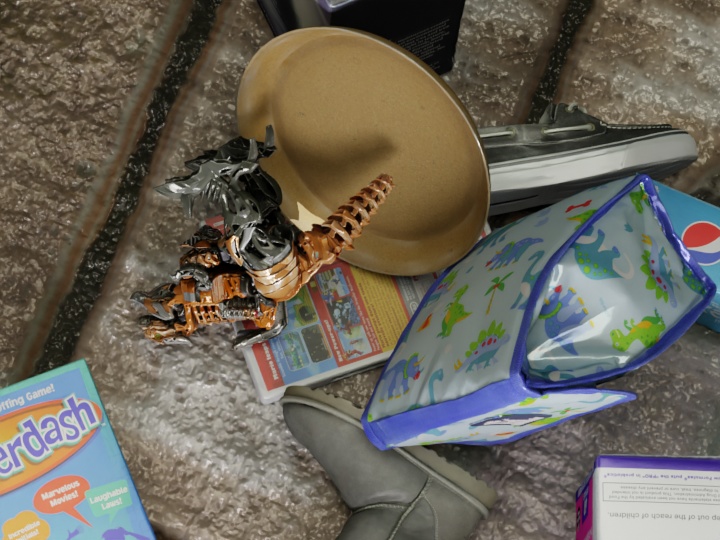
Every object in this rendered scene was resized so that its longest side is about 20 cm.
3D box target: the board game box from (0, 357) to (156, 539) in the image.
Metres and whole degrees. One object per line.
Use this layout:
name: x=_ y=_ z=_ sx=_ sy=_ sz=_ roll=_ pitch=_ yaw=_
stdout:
board game box: x=-0.222 y=0.178 z=1.592 sx=0.152 sy=0.045 sz=0.200 roll=-21 pitch=72 yaw=-11

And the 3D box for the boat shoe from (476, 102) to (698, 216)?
boat shoe: x=0.147 y=-0.089 z=1.695 sx=0.200 sy=0.072 sz=0.071 roll=-9 pitch=74 yaw=-16

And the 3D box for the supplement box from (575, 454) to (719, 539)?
supplement box: x=0.200 y=0.233 z=1.573 sx=0.103 sy=0.101 sz=0.200 roll=1 pitch=70 yaw=-3

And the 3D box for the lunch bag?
lunch bag: x=0.112 y=0.044 z=1.561 sx=0.200 sy=0.170 sz=0.128 roll=-37 pitch=98 yaw=-39

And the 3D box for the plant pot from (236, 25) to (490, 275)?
plant pot: x=0.006 y=-0.086 z=1.617 sx=0.200 sy=0.200 sz=0.027 roll=33 pitch=47 yaw=8

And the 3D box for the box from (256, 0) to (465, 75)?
box: x=-0.018 y=-0.247 z=1.681 sx=0.123 sy=0.198 sz=0.200 roll=-23 pitch=73 yaw=-12

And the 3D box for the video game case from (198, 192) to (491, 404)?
video game case: x=0.000 y=0.000 z=1.688 sx=0.200 sy=0.017 sz=0.143 roll=-18 pitch=72 yaw=-10

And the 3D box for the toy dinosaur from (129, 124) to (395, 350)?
toy dinosaur: x=-0.073 y=-0.022 z=1.632 sx=0.200 sy=0.102 sz=0.136 roll=-28 pitch=98 yaw=-5

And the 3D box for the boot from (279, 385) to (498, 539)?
boot: x=-0.019 y=0.199 z=1.595 sx=0.182 sy=0.073 sz=0.200 roll=30 pitch=77 yaw=9

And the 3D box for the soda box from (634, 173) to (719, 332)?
soda box: x=0.271 y=0.006 z=1.678 sx=0.200 sy=0.068 sz=0.064 roll=24 pitch=69 yaw=5
